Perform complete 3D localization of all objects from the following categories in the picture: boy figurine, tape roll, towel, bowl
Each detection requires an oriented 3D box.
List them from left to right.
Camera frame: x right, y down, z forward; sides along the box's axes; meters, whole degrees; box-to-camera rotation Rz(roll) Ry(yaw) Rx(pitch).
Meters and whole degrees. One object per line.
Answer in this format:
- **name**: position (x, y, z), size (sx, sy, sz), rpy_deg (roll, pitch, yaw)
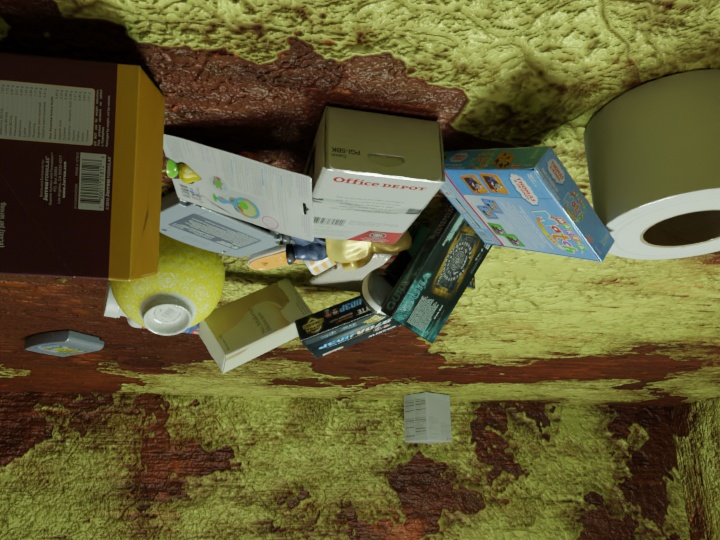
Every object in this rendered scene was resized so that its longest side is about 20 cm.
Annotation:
- **bowl**: position (-0.330, 0.045, 1.076), size (0.198, 0.108, 0.202), rpy_deg (-9, 136, -8)
- **boy figurine**: position (-0.021, -0.055, 0.961), size (0.197, 0.065, 0.125), rpy_deg (-4, 127, 8)
- **towel**: position (0.000, 0.000, 1.178), size (0.131, 0.035, 0.200), rpy_deg (10, 157, -29)
- **tape roll**: position (0.369, -0.111, 0.720), size (0.200, 0.141, 0.203), rpy_deg (0, 160, 0)

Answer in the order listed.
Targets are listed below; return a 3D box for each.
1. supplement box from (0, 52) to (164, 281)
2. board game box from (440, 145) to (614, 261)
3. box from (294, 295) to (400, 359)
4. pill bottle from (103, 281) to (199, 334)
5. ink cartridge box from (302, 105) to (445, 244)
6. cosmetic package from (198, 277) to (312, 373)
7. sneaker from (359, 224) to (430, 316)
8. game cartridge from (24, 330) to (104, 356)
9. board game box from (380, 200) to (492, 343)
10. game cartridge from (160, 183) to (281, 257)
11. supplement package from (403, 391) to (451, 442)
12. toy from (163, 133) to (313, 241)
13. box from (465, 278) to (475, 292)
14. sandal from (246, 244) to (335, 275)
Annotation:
- **supplement box**: position (-0.309, -0.095, 0.616), size (0.197, 0.200, 0.133), rpy_deg (3, -178, -8)
- **board game box**: position (0.182, -0.081, 0.748), size (0.151, 0.037, 0.199), rpy_deg (45, 167, -27)
- **box**: position (-0.019, 0.105, 1.249), size (0.198, 0.046, 0.159), rpy_deg (-21, 159, 0)
- **pill bottle**: position (-0.392, 0.061, 1.223), size (0.198, 0.114, 0.112), rpy_deg (9, 159, -25)
- **ink cartridge box**: position (0.005, -0.112, 0.792), size (0.145, 0.084, 0.200), rpy_deg (5, 160, -14)
- **cosmetic package**: position (-0.204, 0.104, 1.221), size (0.199, 0.105, 0.071), rpy_deg (-26, 155, -33)
- **sneaker**: position (0.080, -0.008, 0.993), size (0.121, 0.084, 0.200), rpy_deg (-48, 179, 31)
- **game cartridge**: position (-0.829, 0.203, 1.732), size (0.198, 0.041, 0.133), rpy_deg (-12, 153, 29)
- **board game box**: position (0.124, 0.004, 0.966), size (0.028, 0.201, 0.135), rpy_deg (31, 178, 42)
- **game cartridge**: position (-0.229, -0.072, 0.974), size (0.132, 0.042, 0.199), rpy_deg (-10, 159, 37)
- **supplement package**: position (0.293, 0.648, 2.741), size (0.151, 0.203, 0.150), rpy_deg (15, 156, -36)
- **toy**: position (-0.146, -0.114, 0.783), size (0.198, 0.048, 0.116), rpy_deg (15, 145, 9)
- **box**: position (0.114, 0.033, 1.265), size (0.135, 0.038, 0.199), rpy_deg (14, 156, -34)
- **sandal**: position (-0.092, -0.017, 1.056), size (0.204, 0.060, 0.079), rpy_deg (-17, 160, 13)
